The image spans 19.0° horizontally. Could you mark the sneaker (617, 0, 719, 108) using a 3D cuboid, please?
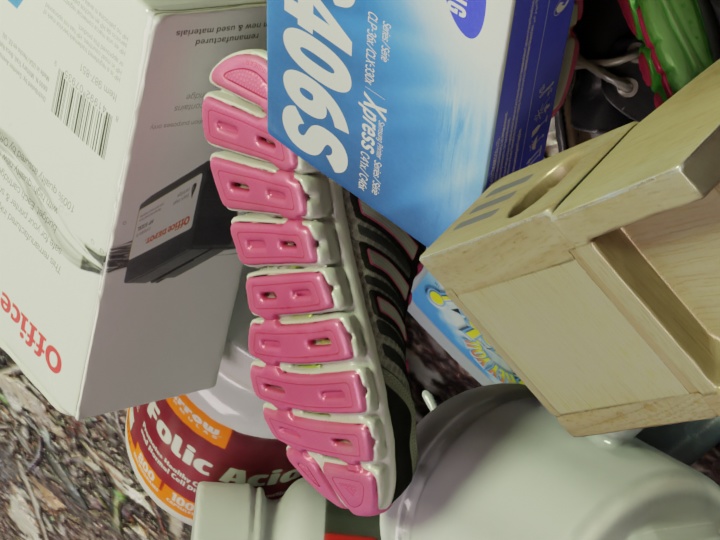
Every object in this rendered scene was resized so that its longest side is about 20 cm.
[{"bbox_3d":[0.116,-0.129,0.705,0.077,0.083,0.201,-116,5,-77],"label":"sneaker"}]

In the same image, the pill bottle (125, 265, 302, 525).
[{"bbox_3d":[-0.052,0.048,1.088,0.114,0.114,0.200,40,151,8],"label":"pill bottle"}]

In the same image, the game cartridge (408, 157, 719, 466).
[{"bbox_3d":[0.080,0.014,0.960,0.200,0.040,0.133,43,155,5],"label":"game cartridge"}]

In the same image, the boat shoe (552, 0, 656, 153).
[{"bbox_3d":[0.100,-0.068,0.801,0.074,0.060,0.201,28,146,36],"label":"boat shoe"}]

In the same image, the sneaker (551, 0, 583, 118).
[{"bbox_3d":[0.019,-0.141,0.735,0.074,0.087,0.201,-125,19,-71],"label":"sneaker"}]

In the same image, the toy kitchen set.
[{"bbox_3d":[0.112,-0.083,0.637,0.163,0.200,0.180,49,159,-8],"label":"toy kitchen set"}]

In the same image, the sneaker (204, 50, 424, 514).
[{"bbox_3d":[0.000,0.000,0.889,0.073,0.087,0.201,1,109,49],"label":"sneaker"}]

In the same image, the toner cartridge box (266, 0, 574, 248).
[{"bbox_3d":[0.017,-0.087,0.685,0.095,0.043,0.200,34,154,17],"label":"toner cartridge box"}]

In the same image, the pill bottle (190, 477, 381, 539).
[{"bbox_3d":[0.014,0.162,1.060,0.198,0.115,0.114,6,147,-4],"label":"pill bottle"}]

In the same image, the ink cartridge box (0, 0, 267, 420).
[{"bbox_3d":[-0.114,-0.060,0.954,0.145,0.083,0.201,42,129,38],"label":"ink cartridge box"}]

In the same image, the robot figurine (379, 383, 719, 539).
[{"bbox_3d":[0.084,0.118,0.917,0.200,0.112,0.171,28,111,51],"label":"robot figurine"}]
